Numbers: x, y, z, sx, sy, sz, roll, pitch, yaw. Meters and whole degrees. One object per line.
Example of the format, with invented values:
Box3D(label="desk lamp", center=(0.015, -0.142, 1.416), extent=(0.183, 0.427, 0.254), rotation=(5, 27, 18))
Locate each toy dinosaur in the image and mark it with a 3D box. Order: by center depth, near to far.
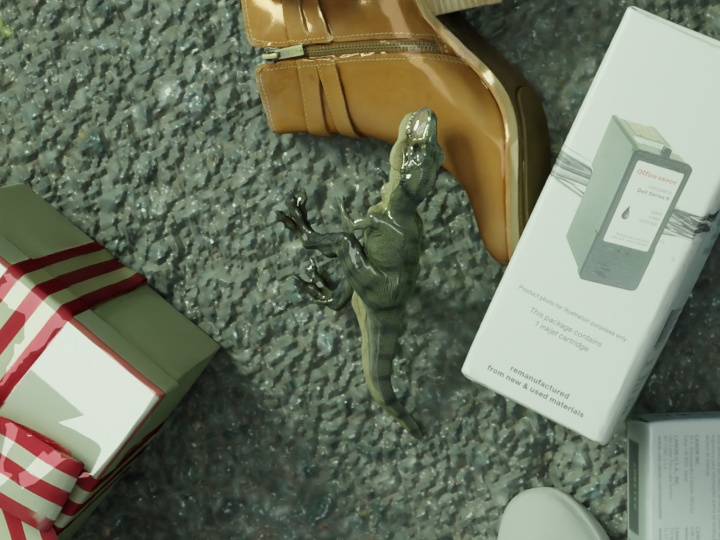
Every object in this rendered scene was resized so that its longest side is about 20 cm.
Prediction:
Box3D(label="toy dinosaur", center=(0.000, 0.000, 0.997), extent=(0.088, 0.047, 0.201), rotation=(22, 127, 27))

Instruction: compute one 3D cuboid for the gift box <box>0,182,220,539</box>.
Box3D(label="gift box", center=(-0.201, 0.081, 0.990), extent=(0.184, 0.187, 0.201), rotation=(34, 98, 3))

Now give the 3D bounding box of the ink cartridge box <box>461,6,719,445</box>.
Box3D(label="ink cartridge box", center=(0.140, -0.024, 0.936), extent=(0.084, 0.145, 0.201), rotation=(26, 97, 12))

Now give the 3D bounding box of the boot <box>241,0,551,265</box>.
Box3D(label="boot", center=(0.020, -0.089, 1.006), extent=(0.154, 0.074, 0.202), rotation=(-10, 91, 20))

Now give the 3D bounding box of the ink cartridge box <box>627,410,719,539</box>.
Box3D(label="ink cartridge box", center=(0.246, 0.158, 0.981), extent=(0.198, 0.057, 0.164), rotation=(-1, 92, -8))

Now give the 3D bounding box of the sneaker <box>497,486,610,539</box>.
Box3D(label="sneaker", center=(0.095, 0.205, 0.954), extent=(0.075, 0.088, 0.201), rotation=(-18, 60, 30))
